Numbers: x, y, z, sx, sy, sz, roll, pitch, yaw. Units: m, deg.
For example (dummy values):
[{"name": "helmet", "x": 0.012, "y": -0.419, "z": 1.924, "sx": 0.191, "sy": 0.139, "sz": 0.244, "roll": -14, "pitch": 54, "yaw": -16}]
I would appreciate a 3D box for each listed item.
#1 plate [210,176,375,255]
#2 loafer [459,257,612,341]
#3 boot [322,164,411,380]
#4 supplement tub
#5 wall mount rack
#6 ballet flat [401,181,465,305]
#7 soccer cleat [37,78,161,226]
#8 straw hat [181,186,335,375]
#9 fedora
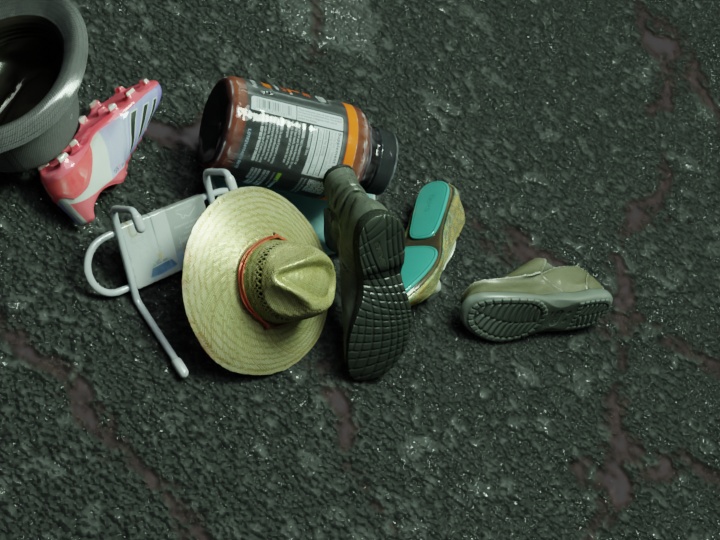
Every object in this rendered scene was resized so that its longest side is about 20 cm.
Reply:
[{"name": "plate", "x": -0.078, "y": -0.096, "z": 1.820, "sx": 0.199, "sy": 0.026, "sz": 0.201, "roll": 15, "pitch": 52, "yaw": -20}, {"name": "loafer", "x": 0.186, "y": 0.029, "z": 1.863, "sx": 0.199, "sy": 0.075, "sz": 0.070, "roll": 0, "pitch": 47, "yaw": -35}, {"name": "boot", "x": 0.000, "y": 0.000, "z": 1.732, "sx": 0.067, "sy": 0.201, "sz": 0.131, "roll": -7, "pitch": 29, "yaw": -20}, {"name": "supplement tub", "x": -0.063, "y": -0.133, "z": 1.767, "sx": 0.199, "sy": 0.107, "sz": 0.107, "roll": 12, "pitch": 54, "yaw": -23}, {"name": "wall mount rack", "x": -0.168, "y": 0.000, "z": 1.670, "sx": 0.199, "sy": 0.074, "sz": 0.175, "roll": -25, "pitch": 110, "yaw": -33}, {"name": "ballet flat", "x": 0.069, "y": -0.012, "z": 1.825, "sx": 0.070, "sy": 0.071, "sz": 0.200, "roll": 31, "pitch": 49, "yaw": -8}, {"name": "soccer cleat", "x": -0.257, "y": -0.126, "z": 1.722, "sx": 0.077, "sy": 0.066, "sz": 0.200, "roll": 61, "pitch": 37, "yaw": -23}, {"name": "straw hat", "x": -0.072, "y": 0.010, "z": 1.649, "sx": 0.200, "sy": 0.085, "sz": 0.202, "roll": 1, "pitch": 89, "yaw": -46}, {"name": "fedora", "x": -0.337, "y": -0.173, "z": 1.657, "sx": 0.176, "sy": 0.090, "sz": 0.201, "roll": -15, "pitch": 51, "yaw": 8}]
